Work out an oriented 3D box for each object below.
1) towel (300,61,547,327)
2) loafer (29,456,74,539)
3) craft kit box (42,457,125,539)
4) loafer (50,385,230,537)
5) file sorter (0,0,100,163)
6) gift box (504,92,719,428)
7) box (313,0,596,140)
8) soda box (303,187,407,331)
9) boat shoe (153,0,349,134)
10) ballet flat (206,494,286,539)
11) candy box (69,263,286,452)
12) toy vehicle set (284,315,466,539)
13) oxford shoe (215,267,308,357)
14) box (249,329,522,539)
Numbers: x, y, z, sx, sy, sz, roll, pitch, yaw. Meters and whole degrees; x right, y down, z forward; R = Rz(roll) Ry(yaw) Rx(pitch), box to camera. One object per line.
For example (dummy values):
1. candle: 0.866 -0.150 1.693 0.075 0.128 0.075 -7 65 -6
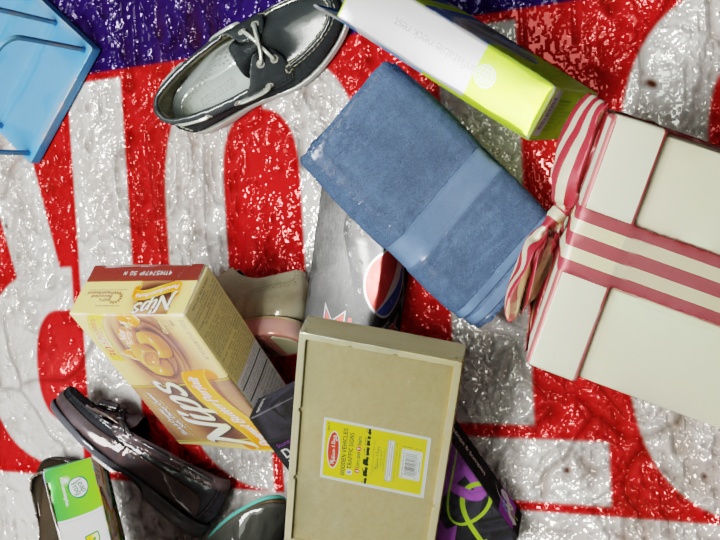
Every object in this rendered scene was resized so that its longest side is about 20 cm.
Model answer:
1. towel: 0.055 -0.057 0.771 0.200 0.049 0.112 43 93 -12
2. loafer: -0.288 0.286 0.996 0.072 0.071 0.203 -22 84 25
3. craft kit box: -0.219 0.268 0.857 0.048 0.200 0.200 -12 79 -13
4. loafer: -0.209 0.170 0.960 0.199 0.072 0.063 38 89 12
5. file sorter: -0.387 -0.225 0.980 0.200 0.122 0.139 42 109 17
6. gift box: 0.204 -0.004 0.683 0.184 0.200 0.187 20 98 7
7. box: 0.074 -0.168 0.761 0.199 0.122 0.048 36 111 19
8. soda box: 0.000 0.000 0.842 0.070 0.063 0.203 11 99 24
9. boat shoe: -0.097 -0.182 0.876 0.199 0.060 0.076 -35 79 24
10. ballet flat: -0.128 0.279 0.919 0.199 0.068 0.069 -38 51 30
11. candy box: -0.144 0.078 0.852 0.114 0.201 0.056 1 51 26
12. toy vehicle set: 0.008 0.139 0.775 0.122 0.027 0.203 11 117 9
13. oxford shoe: -0.128 0.039 0.915 0.197 0.071 0.075 -3 67 27
14. box: 0.021 0.161 0.817 0.142 0.036 0.201 -29 104 24
